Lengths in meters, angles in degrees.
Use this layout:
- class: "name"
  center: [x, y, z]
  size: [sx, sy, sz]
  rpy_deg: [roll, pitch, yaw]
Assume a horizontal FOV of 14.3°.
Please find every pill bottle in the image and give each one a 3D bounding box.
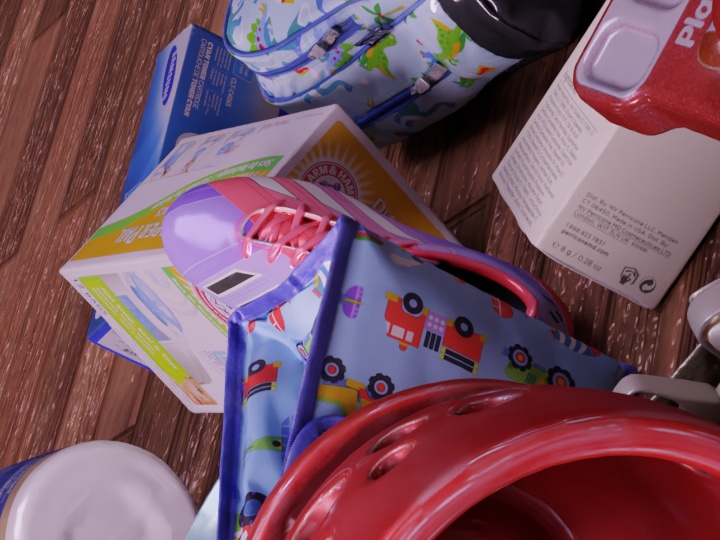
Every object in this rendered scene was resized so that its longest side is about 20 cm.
- class: "pill bottle"
  center: [-0.174, 0.159, 1.555]
  size: [0.200, 0.111, 0.111]
  rpy_deg: [-21, 46, 59]

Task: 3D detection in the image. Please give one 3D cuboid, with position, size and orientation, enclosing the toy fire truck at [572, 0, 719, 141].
- class: "toy fire truck"
  center: [0.173, -0.133, 1.061]
  size: [0.168, 0.112, 0.201]
  rpy_deg: [25, 87, 51]

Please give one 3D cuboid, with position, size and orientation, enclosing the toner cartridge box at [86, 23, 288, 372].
- class: "toner cartridge box"
  center: [-0.083, -0.032, 1.592]
  size: [0.043, 0.095, 0.201]
  rpy_deg: [-36, 34, 46]

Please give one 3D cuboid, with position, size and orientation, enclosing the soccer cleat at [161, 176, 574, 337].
- class: "soccer cleat"
  center: [0.000, 0.000, 1.258]
  size: [0.067, 0.199, 0.076]
  rpy_deg: [-66, -17, -9]

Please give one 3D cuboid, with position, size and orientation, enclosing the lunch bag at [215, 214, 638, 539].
- class: "lunch bag"
  center: [0.020, 0.105, 1.133]
  size: [0.094, 0.150, 0.201]
  rpy_deg: [-42, 30, 42]

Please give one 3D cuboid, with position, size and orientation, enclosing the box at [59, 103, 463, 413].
- class: "box"
  center: [-0.049, -0.002, 1.428]
  size: [0.101, 0.113, 0.200]
  rpy_deg: [-48, 18, -20]

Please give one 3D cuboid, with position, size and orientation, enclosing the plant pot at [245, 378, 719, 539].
- class: "plant pot"
  center: [0.054, 0.131, 0.969]
  size: [0.201, 0.200, 0.182]
  rpy_deg: [-63, 19, 0]

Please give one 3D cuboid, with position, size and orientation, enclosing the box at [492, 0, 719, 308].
- class: "box"
  center: [0.141, -0.091, 1.197]
  size: [0.200, 0.068, 0.082]
  rpy_deg: [-56, 23, 16]

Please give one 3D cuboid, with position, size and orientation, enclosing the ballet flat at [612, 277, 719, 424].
- class: "ballet flat"
  center: [0.134, 0.044, 1.068]
  size: [0.200, 0.062, 0.068]
  rpy_deg: [-55, 24, 18]

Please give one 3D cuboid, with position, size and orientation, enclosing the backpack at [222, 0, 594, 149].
- class: "backpack"
  center: [0.022, -0.147, 1.456]
  size: [0.200, 0.153, 0.164]
  rpy_deg: [130, 151, -59]

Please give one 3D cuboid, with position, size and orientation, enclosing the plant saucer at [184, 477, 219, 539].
- class: "plant saucer"
  center: [-0.044, 0.154, 1.387]
  size: [0.200, 0.027, 0.201]
  rpy_deg: [-47, 26, 32]
